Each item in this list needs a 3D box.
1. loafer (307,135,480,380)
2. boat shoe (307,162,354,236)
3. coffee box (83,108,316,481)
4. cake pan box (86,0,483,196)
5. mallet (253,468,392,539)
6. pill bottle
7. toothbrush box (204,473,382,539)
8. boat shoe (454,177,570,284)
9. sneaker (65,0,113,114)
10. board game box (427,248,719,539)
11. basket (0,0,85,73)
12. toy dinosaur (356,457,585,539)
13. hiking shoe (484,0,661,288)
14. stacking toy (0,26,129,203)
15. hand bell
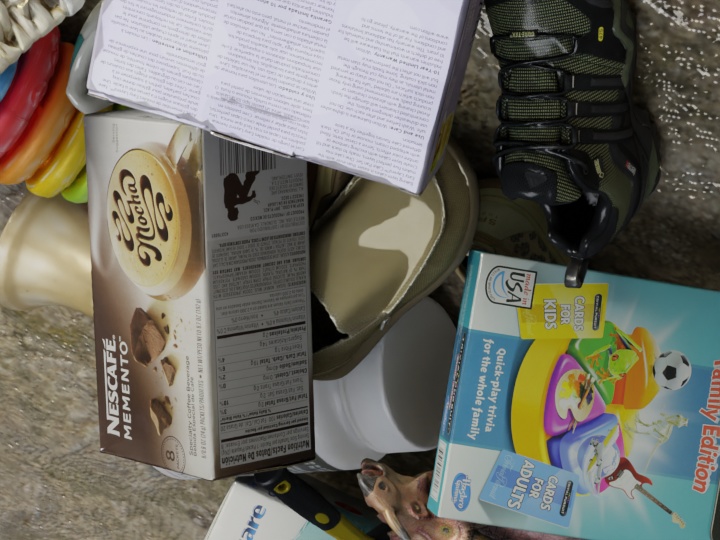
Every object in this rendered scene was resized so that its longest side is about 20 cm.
[{"bbox_3d":[0.000,0.000,1.555,0.076,0.067,0.200,46,128,17],"label":"loafer"},{"bbox_3d":[-0.028,-0.055,1.607,0.068,0.072,0.200,46,143,18],"label":"boat shoe"},{"bbox_3d":[-0.091,0.010,1.544,0.113,0.080,0.201,10,105,48],"label":"coffee box"},{"bbox_3d":[-0.036,-0.152,1.379,0.199,0.052,0.185,16,116,9],"label":"cake pan box"},{"bbox_3d":[-0.023,0.159,1.643,0.066,0.041,0.200,-40,147,11],"label":"mallet"},{"bbox_3d":[-0.041,0.071,1.710,0.199,0.114,0.114,-6,131,35],"label":"pill bottle"},{"bbox_3d":[-0.007,0.206,1.803,0.200,0.086,0.146,24,-174,1],"label":"toothbrush box"},{"bbox_3d":[0.113,0.034,1.620,0.073,0.063,0.200,-16,126,40],"label":"boat shoe"},{"bbox_3d":[-0.096,-0.144,1.516,0.070,0.094,0.200,43,139,-19],"label":"sneaker"},{"bbox_3d":[0.149,0.078,1.540,0.199,0.152,0.047,9,-178,-7],"label":"board game box"},{"bbox_3d":[-0.270,-0.165,1.528,0.200,0.123,0.136,6,141,54],"label":"basket"},{"bbox_3d":[0.092,0.148,1.613,0.199,0.136,0.086,5,113,-3],"label":"toy dinosaur"},{"bbox_3d":[0.108,-0.086,1.458,0.076,0.101,0.200,-2,133,31],"label":"hiking shoe"},{"bbox_3d":[-0.160,-0.076,1.640,0.200,0.110,0.116,29,133,-20],"label":"stacking toy"},{"bbox_3d":[-0.120,0.025,1.666,0.200,0.104,0.104,31,145,25],"label":"hand bell"}]
